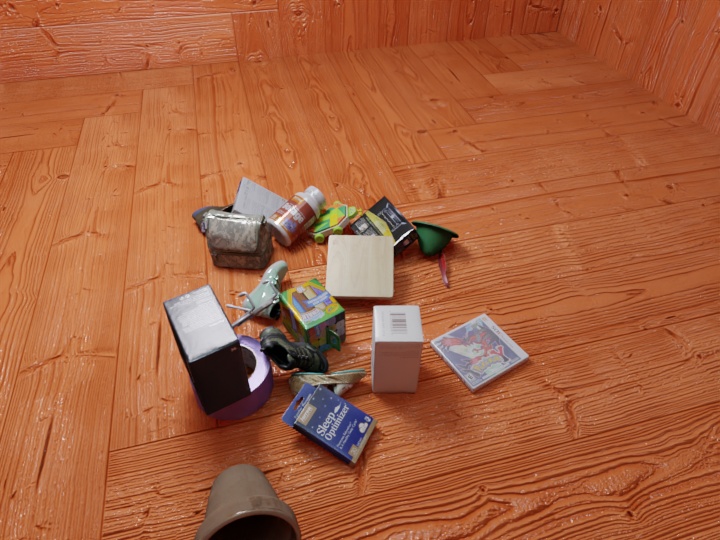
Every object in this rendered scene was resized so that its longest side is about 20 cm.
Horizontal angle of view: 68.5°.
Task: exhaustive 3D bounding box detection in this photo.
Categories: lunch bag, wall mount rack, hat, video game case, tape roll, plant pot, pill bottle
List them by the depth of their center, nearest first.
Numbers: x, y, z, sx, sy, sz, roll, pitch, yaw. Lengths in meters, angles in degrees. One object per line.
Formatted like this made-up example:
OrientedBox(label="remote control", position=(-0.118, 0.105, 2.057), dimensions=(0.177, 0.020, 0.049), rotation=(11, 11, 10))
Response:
OrientedBox(label="plant pot", position=(-0.228, 0.479, 1.028), dimensions=(0.198, 0.203, 0.175), rotation=(-13, 27, -14))
OrientedBox(label="tape roll", position=(-0.320, 0.263, 1.320), dimensions=(0.197, 0.086, 0.201), rotation=(1, 42, -1))
OrientedBox(label="wall mount rack", position=(-0.313, 0.100, 1.392), dimensions=(0.075, 0.173, 0.200), rotation=(55, 26, -1))
OrientedBox(label="video game case", position=(0.319, 0.215, 1.424), dimensions=(0.198, 0.023, 0.182), rotation=(-23, 47, -23))
OrientedBox(label="lunch bag", position=(-0.384, -0.108, 1.660), dimensions=(0.197, 0.169, 0.140), rotation=(5, 42, 6))
OrientedBox(label="hat", position=(0.220, -0.054, 1.712), dimensions=(0.164, 0.178, 0.200), rotation=(17, 0, 0))
OrientedBox(label="pill bottle", position=(-0.208, -0.185, 1.753), dimensions=(0.112, 0.113, 0.200), rotation=(32, 67, 30))

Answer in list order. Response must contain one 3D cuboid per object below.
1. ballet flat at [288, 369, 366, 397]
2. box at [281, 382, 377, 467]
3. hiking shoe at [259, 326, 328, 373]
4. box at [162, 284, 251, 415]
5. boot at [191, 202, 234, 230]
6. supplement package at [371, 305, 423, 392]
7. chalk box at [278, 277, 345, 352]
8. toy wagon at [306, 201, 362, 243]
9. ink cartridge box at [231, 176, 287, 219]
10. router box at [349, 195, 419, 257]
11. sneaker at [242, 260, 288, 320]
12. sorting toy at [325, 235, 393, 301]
OrientedBox(label="ballet flat", position=(-0.080, 0.287, 1.325), dimensions=(0.197, 0.071, 0.066), rotation=(-5, 70, -2))
OrientedBox(label="box", position=(-0.072, 0.349, 1.230), dimensions=(0.198, 0.033, 0.121), rotation=(30, 48, 8))
OrientedBox(label="hiking shoe", position=(-0.168, 0.224, 1.322), dimensions=(0.199, 0.076, 0.101), rotation=(29, 24, -18))
OrientedBox(label="box", position=(-0.347, 0.178, 1.203), dimensions=(0.116, 0.198, 0.200), rotation=(-22, 47, -23))
OrientedBox(label="boot", position=(-0.488, -0.209, 1.838), dimensions=(0.199, 0.075, 0.097), rotation=(-35, 56, -30))
OrientedBox(label="supplement package", position=(0.086, 0.197, 1.309), dimensions=(0.116, 0.202, 0.118), rotation=(-1, 42, -2))
OrientedBox(label="chalk box", position=(-0.119, 0.141, 1.425), dimensions=(0.123, 0.126, 0.200), rotation=(-23, 46, -24))
OrientedBox(label="toy wagon", position=(-0.088, -0.176, 1.787), dimensions=(0.198, 0.040, 0.156), rotation=(-20, 41, 15))
OrientedBox(label="ink cartridge box", position=(-0.340, -0.213, 1.837), dimensions=(0.198, 0.043, 0.198), rotation=(28, 36, -23))
OrientedBox(label="router box", position=(0.076, -0.129, 1.723), dimensions=(0.157, 0.052, 0.201), rotation=(-39, 49, 3))
OrientedBox(label="sneaker", position=(-0.241, 0.062, 1.544), dimensions=(0.117, 0.074, 0.201), rotation=(16, 54, 26))
OrientedBox(label="sorting toy", position=(0.000, 0.000, 1.584), dimensions=(0.196, 0.070, 0.202), rotation=(1, 63, 2))
